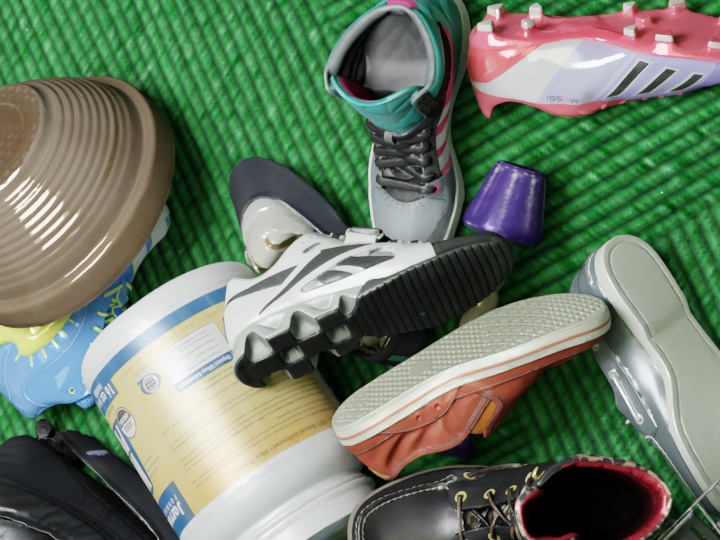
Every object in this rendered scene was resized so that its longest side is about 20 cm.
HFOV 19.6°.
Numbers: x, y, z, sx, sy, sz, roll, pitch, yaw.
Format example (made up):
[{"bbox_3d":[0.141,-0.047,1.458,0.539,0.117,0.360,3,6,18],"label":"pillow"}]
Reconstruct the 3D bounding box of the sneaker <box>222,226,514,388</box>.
[{"bbox_3d":[0.000,0.000,1.381,0.199,0.074,0.089,-19,53,1],"label":"sneaker"}]

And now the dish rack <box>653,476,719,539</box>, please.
[{"bbox_3d":[0.279,0.161,1.286,0.200,0.055,0.153,-45,115,7],"label":"dish rack"}]

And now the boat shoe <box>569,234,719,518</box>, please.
[{"bbox_3d":[0.200,0.076,1.375,0.062,0.073,0.201,-37,77,51],"label":"boat shoe"}]

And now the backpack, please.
[{"bbox_3d":[-0.210,0.214,1.509,0.199,0.167,0.127,29,120,18],"label":"backpack"}]

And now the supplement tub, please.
[{"bbox_3d":[-0.087,0.112,1.448,0.144,0.145,0.200,-39,75,19],"label":"supplement tub"}]

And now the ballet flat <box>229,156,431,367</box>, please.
[{"bbox_3d":[-0.034,-0.006,1.463,0.200,0.073,0.073,44,106,17],"label":"ballet flat"}]

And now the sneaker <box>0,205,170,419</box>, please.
[{"bbox_3d":[-0.199,0.036,1.549,0.200,0.076,0.105,-36,97,16],"label":"sneaker"}]

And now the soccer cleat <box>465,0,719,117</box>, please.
[{"bbox_3d":[0.167,-0.135,1.390,0.199,0.067,0.077,4,123,18],"label":"soccer cleat"}]

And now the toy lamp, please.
[{"bbox_3d":[0.080,0.025,1.423,0.058,0.058,0.201,20,97,22],"label":"toy lamp"}]

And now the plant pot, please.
[{"bbox_3d":[-0.239,-0.067,1.497,0.200,0.093,0.202,-21,50,27],"label":"plant pot"}]

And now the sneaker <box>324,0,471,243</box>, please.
[{"bbox_3d":[0.026,-0.096,1.412,0.083,0.121,0.201,4,92,24],"label":"sneaker"}]

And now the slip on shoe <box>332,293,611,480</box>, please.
[{"bbox_3d":[0.078,0.075,1.370,0.199,0.074,0.061,-30,109,14],"label":"slip on shoe"}]

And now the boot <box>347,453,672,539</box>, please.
[{"bbox_3d":[0.096,0.156,1.328,0.199,0.151,0.074,-2,82,-6],"label":"boot"}]
